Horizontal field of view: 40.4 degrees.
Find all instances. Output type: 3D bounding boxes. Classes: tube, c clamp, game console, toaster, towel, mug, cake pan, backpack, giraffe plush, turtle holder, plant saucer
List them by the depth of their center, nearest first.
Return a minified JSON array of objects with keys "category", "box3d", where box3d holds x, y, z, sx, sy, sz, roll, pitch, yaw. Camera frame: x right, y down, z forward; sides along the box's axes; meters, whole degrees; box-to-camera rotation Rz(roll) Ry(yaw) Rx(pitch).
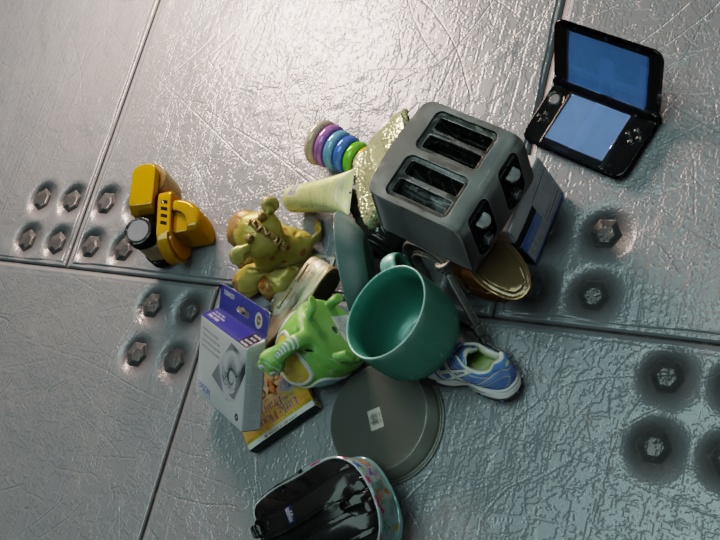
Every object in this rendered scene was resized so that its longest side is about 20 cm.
[{"category":"toaster","box3d":[0.123,-0.125,1.396,0.200,0.119,0.181,27,72,25]},{"category":"mug","box3d":[0.077,0.072,1.450,0.152,0.114,0.186,5,66,49]},{"category":"backpack","box3d":[-0.036,0.373,1.452,0.200,0.150,0.178,-39,62,22]},{"category":"c clamp","box3d":[0.142,0.036,1.484,0.027,0.200,0.171,-40,23,-15]},{"category":"game console","box3d":[0.354,-0.265,1.516,0.200,0.119,0.173,31,87,37]},{"category":"cake pan","box3d":[0.035,0.236,1.541,0.200,0.037,0.201,-13,64,27]},{"category":"plant saucer","box3d":[0.000,0.000,1.551,0.039,0.201,0.202,-12,62,8]},{"category":"turtle holder","box3d":[-0.074,0.132,1.573,0.132,0.141,0.186,-42,10,28]},{"category":"towel","box3d":[0.041,-0.167,1.590,0.148,0.036,0.200,-48,30,27]},{"category":"tube","box3d":[-0.068,-0.129,1.709,0.052,0.058,0.200,-38,19,-27]},{"category":"giraffe plush","box3d":[-0.169,-0.046,1.709,0.199,0.162,0.173,-8,65,29]}]

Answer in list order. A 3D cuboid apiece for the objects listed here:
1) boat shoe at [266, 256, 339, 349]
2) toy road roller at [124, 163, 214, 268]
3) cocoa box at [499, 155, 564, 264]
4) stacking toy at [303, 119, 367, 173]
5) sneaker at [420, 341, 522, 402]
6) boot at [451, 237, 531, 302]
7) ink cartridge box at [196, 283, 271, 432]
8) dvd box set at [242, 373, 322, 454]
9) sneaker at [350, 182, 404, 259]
[{"category":"boat shoe","box3d":[-0.117,0.065,1.661,0.065,0.072,0.200,31,80,30]},{"category":"toy road roller","box3d":[-0.359,-0.108,1.886,0.145,0.123,0.201,-8,65,12]},{"category":"cocoa box","box3d":[0.193,-0.109,1.537,0.199,0.131,0.134,16,78,35]},{"category":"stacking toy","box3d":[-0.003,-0.199,1.733,0.200,0.085,0.086,26,84,32]},{"category":"sneaker","box3d":[0.148,0.134,1.481,0.199,0.077,0.076,8,50,29]},{"category":"boot","box3d":[0.198,0.010,1.466,0.074,0.155,0.200,-41,49,-5]},{"category":"ink cartridge box","box3d":[-0.217,0.141,1.637,0.199,0.040,0.201,23,111,56]},{"category":"dvd box set","box3d":[-0.161,0.193,1.684,0.146,0.029,0.200,-35,55,14]},{"category":"sneaker","box3d":[0.001,-0.085,1.682,0.200,0.071,0.099,32,90,38]}]
